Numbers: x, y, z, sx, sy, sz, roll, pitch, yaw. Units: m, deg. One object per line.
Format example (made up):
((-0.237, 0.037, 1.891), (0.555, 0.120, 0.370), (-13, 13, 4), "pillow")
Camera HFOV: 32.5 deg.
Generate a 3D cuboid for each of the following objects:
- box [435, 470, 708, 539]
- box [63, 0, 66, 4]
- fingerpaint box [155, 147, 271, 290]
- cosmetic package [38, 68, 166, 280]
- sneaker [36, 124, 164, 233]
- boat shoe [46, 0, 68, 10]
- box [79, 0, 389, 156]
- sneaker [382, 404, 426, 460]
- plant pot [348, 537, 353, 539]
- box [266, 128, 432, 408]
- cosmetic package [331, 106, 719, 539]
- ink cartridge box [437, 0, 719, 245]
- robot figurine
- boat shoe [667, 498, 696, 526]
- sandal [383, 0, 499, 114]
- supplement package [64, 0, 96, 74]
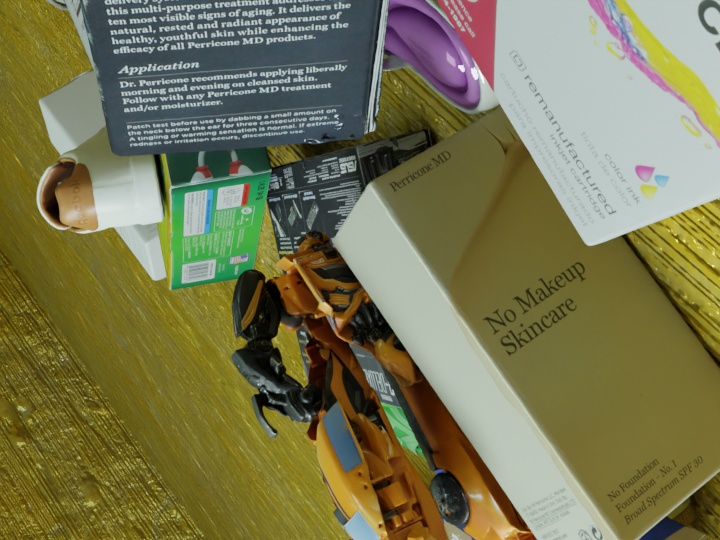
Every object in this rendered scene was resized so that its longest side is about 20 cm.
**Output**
((0.100, 0.161, 0.691), (0.199, 0.032, 0.123), (24, 125, 47), "box")
((-0.213, -0.235, 0.877), (0.118, 0.048, 0.200), (55, 173, -6), "box")
((-0.119, -0.101, 0.901), (0.200, 0.072, 0.169), (112, 146, -68), "fingerpaint box")
((-0.211, -0.100, 1.174), (0.200, 0.101, 0.074), (51, 159, 24), "cosmetic package")
((-0.191, -0.071, 0.884), (0.200, 0.084, 0.074), (-141, 40, -74), "sneaker")
((-0.254, -0.265, 1.074), (0.066, 0.072, 0.200), (57, 163, -12), "boat shoe")
((-0.058, -0.185, 0.496), (0.197, 0.122, 0.202), (101, 162, -62), "box")
((0.036, 0.103, 0.901), (0.084, 0.074, 0.200), (63, 162, -9), "sneaker")
((0.058, 0.320, 1.034), (0.178, 0.200, 0.200), (52, 163, -10), "plant pot")
((0.000, 0.000, 0.801), (0.200, 0.049, 0.160), (178, 78, -69), "box")
((0.087, 0.030, 0.601), (0.201, 0.103, 0.073), (55, 154, 8), "cosmetic package")
((0.105, -0.103, 0.380), (0.149, 0.085, 0.200), (59, 164, 0), "ink cartridge box")
((0.019, 0.062, 0.638), (0.202, 0.144, 0.058), (63, 145, 15), "robot figurine")
((0.116, 0.117, 0.738), (0.199, 0.073, 0.063), (-8, 106, 58), "boat shoe")
((0.002, -0.136, 0.645), (0.202, 0.049, 0.083), (38, 151, 50), "sandal")
((-0.125, -0.195, 0.740), (0.202, 0.113, 0.109), (68, 162, -3), "supplement package")
